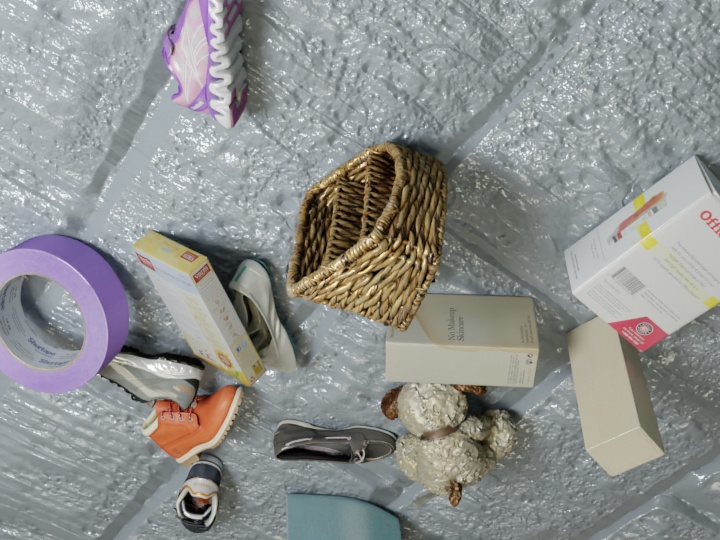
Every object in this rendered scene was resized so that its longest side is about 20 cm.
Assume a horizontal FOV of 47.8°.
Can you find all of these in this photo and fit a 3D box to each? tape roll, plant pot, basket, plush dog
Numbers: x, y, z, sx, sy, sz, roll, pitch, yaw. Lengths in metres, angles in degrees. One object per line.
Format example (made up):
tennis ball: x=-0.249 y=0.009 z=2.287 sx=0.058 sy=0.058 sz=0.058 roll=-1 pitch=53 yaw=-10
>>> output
tape roll: x=-0.414 y=0.059 z=1.089 sx=0.195 sy=0.066 sz=0.205 roll=4 pitch=110 yaw=10
plant pot: x=-0.022 y=0.508 z=1.377 sx=0.195 sy=0.198 sz=0.199 roll=-4 pitch=129 yaw=-4
basket: x=0.010 y=-0.060 z=0.905 sx=0.146 sy=0.202 sz=0.144 roll=17 pitch=130 yaw=-8
plush dog: x=0.114 y=0.229 z=1.178 sx=0.197 sy=0.160 sz=0.175 roll=-20 pitch=98 yaw=18

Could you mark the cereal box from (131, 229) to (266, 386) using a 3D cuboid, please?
cereal box: x=-0.212 y=0.050 z=1.072 sx=0.142 sy=0.039 sz=0.202 roll=22 pitch=143 yaw=43

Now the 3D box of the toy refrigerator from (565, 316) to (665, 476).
toy refrigerator: x=0.324 y=0.155 z=1.044 sx=0.075 sy=0.202 sz=0.070 roll=-33 pitch=120 yaw=27

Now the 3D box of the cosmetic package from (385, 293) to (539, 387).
cosmetic package: x=0.132 y=0.091 z=1.077 sx=0.195 sy=0.105 sz=0.074 roll=2 pitch=128 yaw=3

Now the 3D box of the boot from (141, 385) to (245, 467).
boot: x=-0.258 y=0.223 z=1.244 sx=0.107 sy=0.076 sz=0.199 roll=38 pitch=124 yaw=-17

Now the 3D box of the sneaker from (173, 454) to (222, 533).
sneaker: x=-0.281 y=0.404 z=1.385 sx=0.077 sy=0.080 sz=0.203 roll=11 pitch=130 yaw=-4

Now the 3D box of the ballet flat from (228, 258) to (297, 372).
ballet flat: x=-0.140 y=0.078 z=1.113 sx=0.068 sy=0.070 sz=0.203 roll=-5 pitch=127 yaw=10

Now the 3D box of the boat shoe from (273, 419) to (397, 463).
boat shoe: x=-0.041 y=0.280 z=1.274 sx=0.195 sy=0.058 sz=0.068 roll=6 pitch=129 yaw=1

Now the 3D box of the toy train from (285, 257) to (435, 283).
toy train: x=0.000 y=0.000 z=1.056 sx=0.195 sy=0.046 sz=0.034 roll=3 pitch=141 yaw=7

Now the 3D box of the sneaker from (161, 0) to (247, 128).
sneaker: x=-0.170 y=-0.248 z=0.858 sx=0.086 sy=0.081 sz=0.203 roll=11 pitch=130 yaw=7

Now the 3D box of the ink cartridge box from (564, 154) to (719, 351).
ink cartridge box: x=0.370 y=-0.016 z=0.979 sx=0.144 sy=0.084 sz=0.199 roll=36 pitch=123 yaw=-22

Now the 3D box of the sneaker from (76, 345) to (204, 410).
sneaker: x=-0.328 y=0.153 z=1.175 sx=0.196 sy=0.074 sz=0.081 roll=12 pitch=91 yaw=-3
